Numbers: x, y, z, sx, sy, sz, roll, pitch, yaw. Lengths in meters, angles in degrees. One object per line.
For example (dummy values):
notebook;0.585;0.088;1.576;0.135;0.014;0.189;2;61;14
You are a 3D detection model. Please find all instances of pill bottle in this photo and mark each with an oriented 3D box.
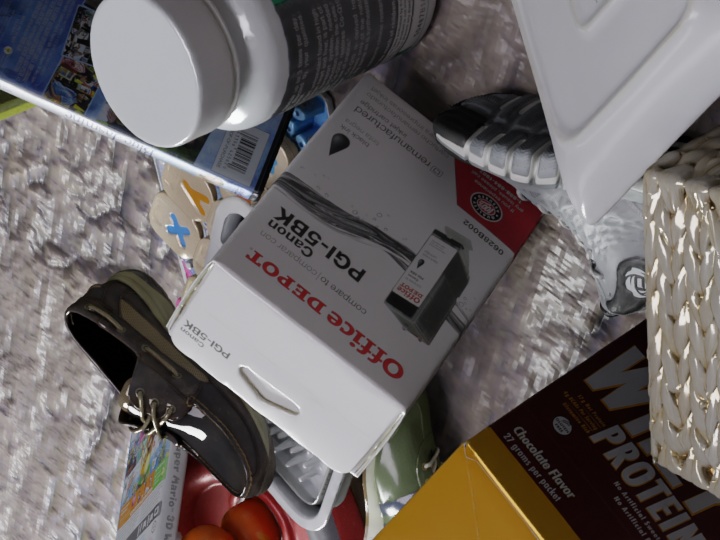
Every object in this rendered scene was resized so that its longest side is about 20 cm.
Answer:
pill bottle;-0.057;-0.151;1.328;0.113;0.199;0.114;25;129;35

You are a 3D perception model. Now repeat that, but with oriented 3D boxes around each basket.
basket;0.233;0.020;1.174;0.123;0.135;0.202;23;128;42

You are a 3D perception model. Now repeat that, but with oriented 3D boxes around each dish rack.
dish rack;-0.045;0.059;1.493;0.172;0.043;0.201;46;140;26

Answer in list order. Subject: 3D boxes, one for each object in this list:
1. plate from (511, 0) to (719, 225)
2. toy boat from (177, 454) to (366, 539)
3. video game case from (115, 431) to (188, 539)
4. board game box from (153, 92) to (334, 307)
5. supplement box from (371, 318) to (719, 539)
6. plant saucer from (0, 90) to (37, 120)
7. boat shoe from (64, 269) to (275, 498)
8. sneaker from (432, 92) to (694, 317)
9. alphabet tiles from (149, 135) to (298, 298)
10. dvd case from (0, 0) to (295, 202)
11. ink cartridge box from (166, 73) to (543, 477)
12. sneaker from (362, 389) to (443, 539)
plate;0.135;-0.158;1.178;0.200;0.032;0.201;-49;46;49
toy boat;-0.085;0.192;1.618;0.199;0.130;0.132;-7;107;51
video game case;-0.156;0.170;1.654;0.143;0.018;0.202;132;148;-60
board game box;-0.078;-0.033;1.561;0.199;0.026;0.202;8;118;44
supplement box;0.124;0.153;1.315;0.133;0.199;0.198;51;140;11
plant saucer;-0.213;-0.185;1.462;0.201;0.198;0.048;56;158;27
boat shoe;-0.135;0.087;1.529;0.200;0.073;0.075;46;141;28
sneaker;0.126;-0.030;1.306;0.199;0.075;0.116;19;128;38
alphabet tiles;-0.068;-0.011;1.531;0.196;0.015;0.201;44;138;20
dvd case;-0.131;-0.144;1.396;0.199;0.144;0.018;24;154;-7
ink cartridge box;0.000;0.000;1.333;0.146;0.200;0.083;37;138;0
sneaker;0.050;0.168;1.522;0.089;0.067;0.202;14;116;21
